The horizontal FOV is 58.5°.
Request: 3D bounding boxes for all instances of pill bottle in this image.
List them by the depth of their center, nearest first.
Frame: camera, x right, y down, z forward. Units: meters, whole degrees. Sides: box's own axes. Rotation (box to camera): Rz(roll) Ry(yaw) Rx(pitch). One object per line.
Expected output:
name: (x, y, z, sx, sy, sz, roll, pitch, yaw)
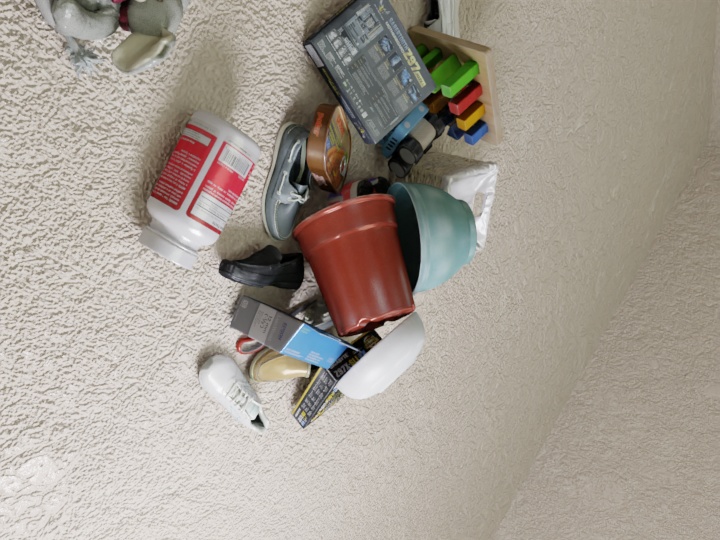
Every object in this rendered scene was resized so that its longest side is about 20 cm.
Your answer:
pill bottle: (-0.232, -0.112, 0.914, 0.112, 0.111, 0.204, 33, 83, -53)

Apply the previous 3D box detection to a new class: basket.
basket: (0.171, -0.138, 1.372, 0.197, 0.159, 0.204, -20, 124, -44)

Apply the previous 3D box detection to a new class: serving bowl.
serving bowl: (0.048, 0.166, 1.161, 0.199, 0.066, 0.200, -41, 171, -7)

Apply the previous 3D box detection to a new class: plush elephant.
plush elephant: (-0.267, -0.307, 0.712, 0.150, 0.168, 0.203, -5, 141, -5)

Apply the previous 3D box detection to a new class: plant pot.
plant pot: (0.000, 0.000, 1.131, 0.198, 0.198, 0.201, -5, 72, -50)
plant pot: (0.133, -0.064, 1.183, 0.130, 0.201, 0.206, -6, 119, -16)

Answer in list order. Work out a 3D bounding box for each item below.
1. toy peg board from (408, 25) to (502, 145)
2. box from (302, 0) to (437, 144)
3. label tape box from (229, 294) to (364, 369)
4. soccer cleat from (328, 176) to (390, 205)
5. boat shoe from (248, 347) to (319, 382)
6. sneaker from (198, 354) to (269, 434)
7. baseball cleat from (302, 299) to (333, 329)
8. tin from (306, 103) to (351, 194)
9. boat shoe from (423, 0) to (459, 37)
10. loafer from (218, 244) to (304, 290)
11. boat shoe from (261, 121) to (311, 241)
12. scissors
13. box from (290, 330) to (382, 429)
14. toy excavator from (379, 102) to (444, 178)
toy peg board: (0.156, -0.329, 1.221, 0.097, 0.199, 0.202, -40, 138, -18)
box: (0.019, -0.342, 1.076, 0.157, 0.051, 0.202, -43, 115, -12)
label tape box: (-0.109, 0.118, 1.106, 0.142, 0.197, 0.068, 31, 83, -52)
soccer cleat: (0.007, -0.145, 1.252, 0.199, 0.071, 0.071, -17, 101, -66)
boat shoe: (-0.125, 0.178, 1.242, 0.197, 0.075, 0.074, -14, 120, -47)
sneaker: (-0.217, 0.222, 1.149, 0.071, 0.079, 0.202, -48, 139, -19)
baseball cleat: (-0.039, 0.092, 1.307, 0.198, 0.069, 0.109, -34, 133, -37)
tin: (-0.051, -0.205, 1.090, 0.200, 0.041, 0.115, 62, 44, -75)
boat shoe: (0.152, -0.483, 1.240, 0.067, 0.072, 0.204, -16, 131, -20)
loafer: (-0.165, -0.009, 1.099, 0.199, 0.067, 0.073, 6, 97, -58)
boat shoe: (-0.117, -0.142, 1.085, 0.072, 0.061, 0.206, -8, 115, -48)
scissors: (-0.155, 0.105, 1.218, 0.197, 0.014, 0.075, -15, 118, -49)
box: (-0.046, 0.219, 1.308, 0.158, 0.049, 0.202, -30, 160, -42)
toy excavator: (0.061, -0.300, 1.205, 0.100, 0.199, 0.194, -48, -178, -22)
